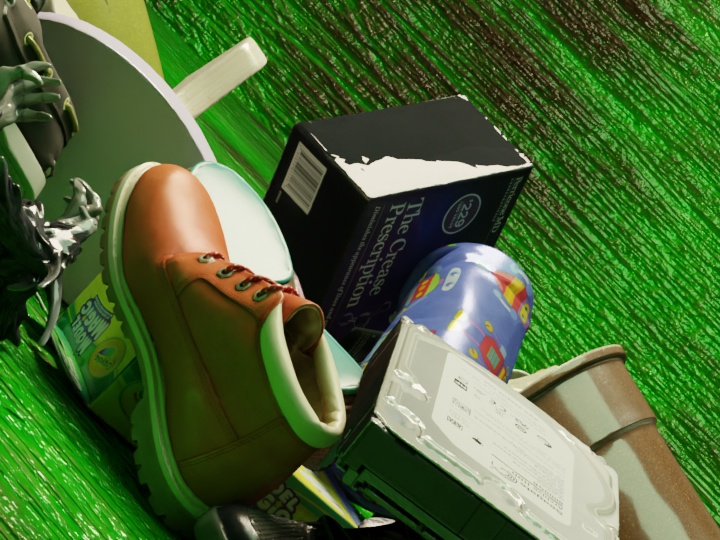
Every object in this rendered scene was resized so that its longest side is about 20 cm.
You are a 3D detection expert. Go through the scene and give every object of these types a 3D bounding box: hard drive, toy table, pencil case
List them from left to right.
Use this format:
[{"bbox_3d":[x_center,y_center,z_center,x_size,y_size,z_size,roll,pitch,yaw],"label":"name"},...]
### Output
[{"bbox_3d":[-0.141,-0.065,1.534,0.117,0.183,0.200,-60,129,-70],"label":"toy table"},{"bbox_3d":[0.038,0.058,1.507,0.200,0.087,0.078,-59,136,-57],"label":"pencil case"},{"bbox_3d":[0.059,0.094,1.257,0.140,0.038,0.200,37,14,-3],"label":"hard drive"}]

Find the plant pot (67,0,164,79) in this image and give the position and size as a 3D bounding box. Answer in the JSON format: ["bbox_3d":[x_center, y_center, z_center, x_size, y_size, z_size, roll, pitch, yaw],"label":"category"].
[{"bbox_3d":[-0.230,-0.190,1.866,0.200,0.187,0.187,57,4,-4],"label":"plant pot"}]

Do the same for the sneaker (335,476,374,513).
[{"bbox_3d":[-0.028,0.081,1.753,0.200,0.066,0.079,57,-7,36],"label":"sneaker"}]

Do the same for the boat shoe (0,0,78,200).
[{"bbox_3d":[-0.199,-0.121,1.388,0.072,0.061,0.201,20,-32,26],"label":"boat shoe"}]

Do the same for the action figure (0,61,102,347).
[{"bbox_3d":[-0.180,-0.047,1.304,0.200,0.102,0.119,42,-30,35],"label":"action figure"}]

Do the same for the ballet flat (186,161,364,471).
[{"bbox_3d":[-0.058,0.028,1.391,0.069,0.071,0.200,1,39,-36],"label":"ballet flat"}]

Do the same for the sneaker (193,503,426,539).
[{"bbox_3d":[0.009,0.139,1.261,0.199,0.114,0.076,37,18,-43],"label":"sneaker"}]

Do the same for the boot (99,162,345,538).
[{"bbox_3d":[-0.062,0.020,1.294,0.075,0.107,0.200,19,46,-46],"label":"boot"}]

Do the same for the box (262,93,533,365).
[{"bbox_3d":[0.000,0.000,1.617,0.141,0.200,0.079,-16,51,-43],"label":"box"}]

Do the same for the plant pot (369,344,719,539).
[{"bbox_3d":[0.134,0.183,1.589,0.198,0.200,0.200,54,7,14],"label":"plant pot"}]

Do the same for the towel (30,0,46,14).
[{"bbox_3d":[-0.274,-0.168,1.495,0.199,0.035,0.193,8,14,-7],"label":"towel"}]

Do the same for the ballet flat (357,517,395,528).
[{"bbox_3d":[0.076,0.199,1.373,0.200,0.072,0.072,53,4,-7],"label":"ballet flat"}]

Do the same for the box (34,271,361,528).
[{"bbox_3d":[-0.088,0.077,1.399,0.200,0.048,0.117,40,6,-26],"label":"box"}]

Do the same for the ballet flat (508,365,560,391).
[{"bbox_3d":[0.075,0.096,1.712,0.200,0.068,0.062,-3,40,-46],"label":"ballet flat"}]
